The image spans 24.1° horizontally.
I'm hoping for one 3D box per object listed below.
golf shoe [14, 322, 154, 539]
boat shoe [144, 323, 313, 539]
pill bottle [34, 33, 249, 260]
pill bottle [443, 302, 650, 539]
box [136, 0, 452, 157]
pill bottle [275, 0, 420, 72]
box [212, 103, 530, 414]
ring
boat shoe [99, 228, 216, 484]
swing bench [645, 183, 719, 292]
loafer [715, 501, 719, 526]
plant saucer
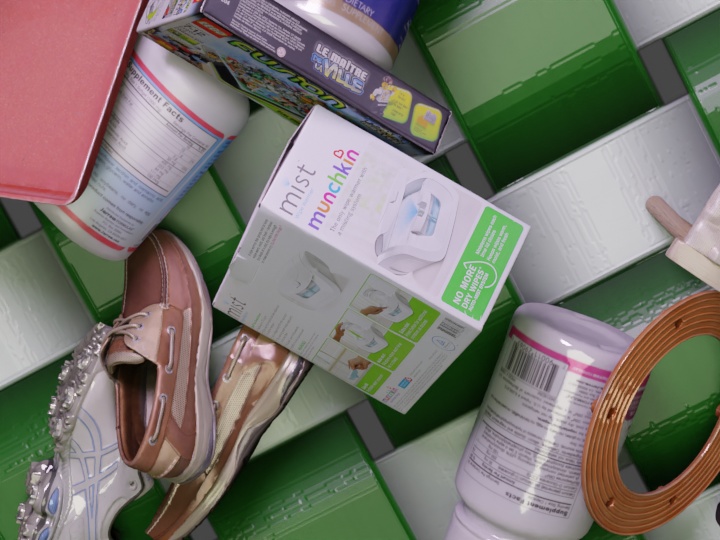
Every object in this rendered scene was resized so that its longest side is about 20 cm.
[{"bbox_3d":[-0.207,0.139,1.348,0.096,0.078,0.201,14,109,-17],"label":"golf shoe"},{"bbox_3d":[-0.113,0.122,1.331,0.074,0.076,0.201,34,94,0],"label":"boat shoe"},{"bbox_3d":[-0.154,-0.113,1.260,0.109,0.109,0.200,42,100,-5],"label":"pill bottle"},{"bbox_3d":[0.139,0.137,1.290,0.112,0.113,0.202,19,103,0],"label":"pill bottle"},{"bbox_3d":[-0.046,-0.137,1.164,0.199,0.110,0.035,29,76,-26],"label":"box"},{"bbox_3d":[0.002,-0.242,1.193,0.115,0.116,0.201,22,79,-1],"label":"pill bottle"},{"bbox_3d":[0.000,0.000,1.221,0.176,0.200,0.097,29,65,-1],"label":"box"},{"bbox_3d":[0.231,0.106,1.263,0.019,0.199,0.202,29,107,43],"label":"ring"},{"bbox_3d":[-0.158,0.060,1.278,0.075,0.071,0.202,-29,63,40],"label":"boat shoe"},{"bbox_3d":[0.312,-0.076,1.189,0.129,0.200,0.200,33,102,-3],"label":"swing bench"},{"bbox_3d":[0.376,0.173,1.301,0.198,0.073,0.072,0,104,4],"label":"loafer"},{"bbox_3d":[-0.247,-0.143,1.233,0.198,0.037,0.202,8,73,29],"label":"plant saucer"}]
